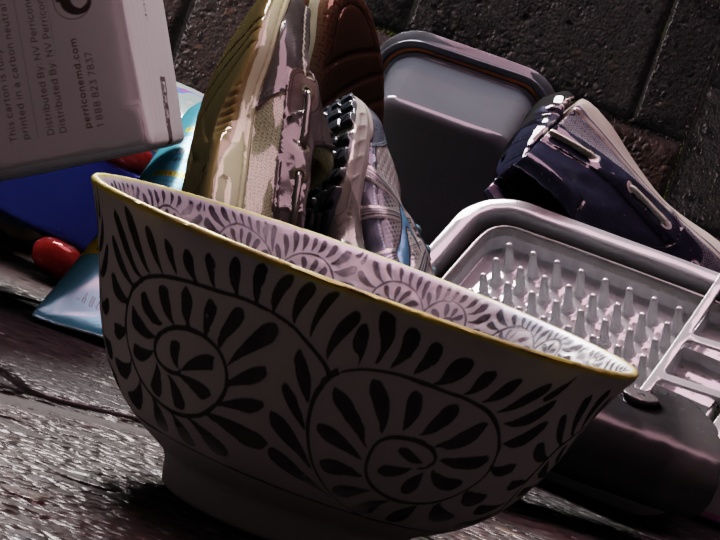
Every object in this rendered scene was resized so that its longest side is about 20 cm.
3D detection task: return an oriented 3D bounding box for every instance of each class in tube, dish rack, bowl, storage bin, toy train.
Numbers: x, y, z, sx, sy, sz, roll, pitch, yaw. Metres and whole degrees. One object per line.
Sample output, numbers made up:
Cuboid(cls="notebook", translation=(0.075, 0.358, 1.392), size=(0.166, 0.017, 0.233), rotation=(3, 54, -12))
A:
Cuboid(cls="tube", translation=(-0.095, -0.017, 1.233), size=(0.077, 0.051, 0.200), rotation=(16, 34, 5))
Cuboid(cls="dish rack", translation=(0.109, 0.048, 1.288), size=(0.199, 0.044, 0.172), rotation=(22, 46, 22))
Cuboid(cls="bowl", translation=(-0.012, 0.043, 0.860), size=(0.199, 0.095, 0.201), rotation=(19, 4, -1))
Cuboid(cls="storage bin", translation=(0.026, -0.034, 1.504), size=(0.145, 0.201, 0.134), rotation=(20, 13, 4))
Cuboid(cls="toy train", translation=(-0.134, -0.020, 1.369), size=(0.199, 0.085, 0.116), rotation=(26, -12, 17))

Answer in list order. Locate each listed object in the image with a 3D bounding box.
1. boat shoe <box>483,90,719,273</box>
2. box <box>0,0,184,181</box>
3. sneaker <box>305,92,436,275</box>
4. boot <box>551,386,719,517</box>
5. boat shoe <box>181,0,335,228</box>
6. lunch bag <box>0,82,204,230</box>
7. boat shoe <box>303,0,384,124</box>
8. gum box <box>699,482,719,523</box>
Cuboid(cls="boat shoe", translation=(0.148, -0.002, 1.402), size=(0.200, 0.075, 0.093), rotation=(46, 37, 0))
Cuboid(cls="box", translation=(-0.203, -0.139, 1.202), size=(0.198, 0.200, 0.131), rotation=(-10, 3, 4))
Cuboid(cls="sneaker", translation=(0.000, 0.000, 1.255), size=(0.086, 0.077, 0.201), rotation=(30, 40, -32))
Cuboid(cls="boot", translation=(0.068, 0.069, 1.101), size=(0.199, 0.066, 0.165), rotation=(25, 18, -15))
Cuboid(cls="boat shoe", translation=(-0.046, -0.058, 1.224), size=(0.066, 0.072, 0.202), rotation=(26, 44, -14))
Cuboid(cls="lunch bag", translation=(-0.133, -0.061, 1.541), size=(0.169, 0.123, 0.200), rotation=(19, 9, 6))
Cuboid(cls="boat shoe", translation=(-0.036, -0.053, 1.361), size=(0.074, 0.204, 0.075), rotation=(4, 2, 32))
Cuboid(cls="gum box", translation=(0.164, 0.084, 1.372), size=(0.199, 0.067, 0.113), rotation=(21, 5, 22))
